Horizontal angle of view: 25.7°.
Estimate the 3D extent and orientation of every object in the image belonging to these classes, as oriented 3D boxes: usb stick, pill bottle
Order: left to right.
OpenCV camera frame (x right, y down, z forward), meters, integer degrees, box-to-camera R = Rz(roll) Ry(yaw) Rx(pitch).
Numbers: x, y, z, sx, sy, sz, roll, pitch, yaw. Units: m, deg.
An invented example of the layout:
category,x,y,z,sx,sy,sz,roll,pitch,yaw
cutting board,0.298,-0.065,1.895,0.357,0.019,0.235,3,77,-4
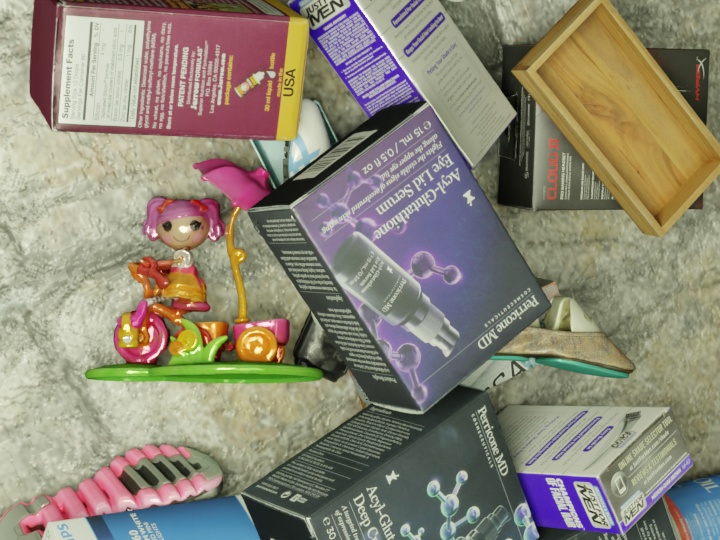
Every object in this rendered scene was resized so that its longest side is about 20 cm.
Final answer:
category,x,y,z,sx,sy,sz,roll,pitch,yaw
usb stick,0.000,0.000,1.401,0.055,0.033,0.201,25,87,-17
pill bottle,0.362,0.251,1.524,0.199,0.112,0.113,-9,99,-20

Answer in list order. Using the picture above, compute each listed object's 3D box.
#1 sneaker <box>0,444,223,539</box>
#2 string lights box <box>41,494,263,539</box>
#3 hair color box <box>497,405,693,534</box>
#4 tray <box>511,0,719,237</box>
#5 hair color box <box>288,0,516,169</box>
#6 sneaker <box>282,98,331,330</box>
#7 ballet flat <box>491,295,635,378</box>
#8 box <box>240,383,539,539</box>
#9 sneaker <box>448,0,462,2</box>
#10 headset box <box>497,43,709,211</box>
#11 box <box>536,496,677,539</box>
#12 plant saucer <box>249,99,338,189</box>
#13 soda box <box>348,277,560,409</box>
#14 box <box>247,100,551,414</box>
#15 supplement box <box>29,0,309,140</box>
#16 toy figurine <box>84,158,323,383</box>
category,x,y,z,sx,sy,sz,roll,pitch,yaw
sneaker,-0.207,0.219,1.338,0.199,0.079,0.096,-20,125,-17
string lights box,-0.169,0.249,1.302,0.199,0.059,0.103,-2,130,-36
hair color box,0.177,0.171,1.385,0.109,0.200,0.065,-36,107,-34
tray,0.231,-0.136,1.390,0.099,0.037,0.200,-46,109,-10
hair color box,0.038,-0.178,1.338,0.200,0.065,0.109,55,38,-12
sneaker,-0.021,-0.048,1.325,0.072,0.072,0.201,-11,98,8
ballet flat,0.157,0.053,1.383,0.199,0.068,0.068,9,85,-23
box,0.027,0.204,1.311,0.200,0.107,0.149,-32,112,-28
sneaker,0.125,-0.328,1.391,0.082,0.077,0.201,16,91,-28
headset box,0.213,-0.131,1.443,0.199,0.077,0.150,-1,97,-22
box,0.169,0.268,1.425,0.199,0.148,0.108,-25,104,-16
plant saucer,-0.023,-0.044,1.371,0.070,0.019,0.201,-27,92,-5
soda box,0.091,0.075,1.428,0.199,0.064,0.069,-25,104,-16
box,0.031,-0.009,1.256,0.148,0.104,0.200,-39,105,-19
supplement box,-0.156,-0.169,1.263,0.199,0.131,0.104,1,109,-20
toy figurine,-0.131,0.000,1.323,0.199,0.150,0.185,-1,83,4
